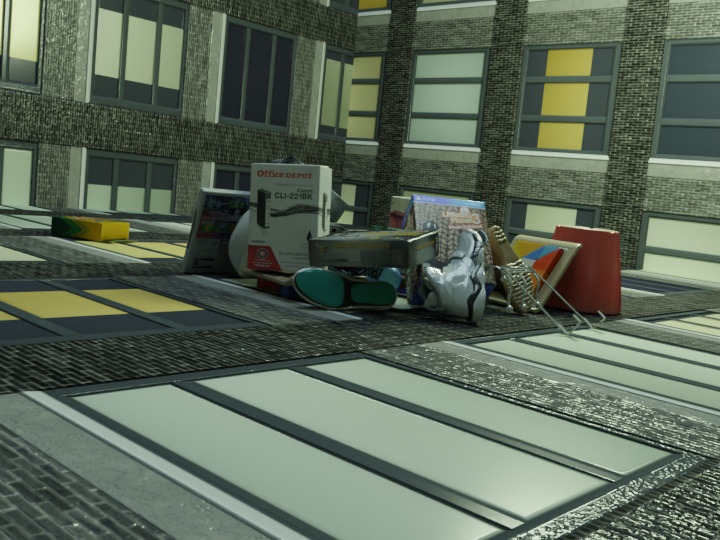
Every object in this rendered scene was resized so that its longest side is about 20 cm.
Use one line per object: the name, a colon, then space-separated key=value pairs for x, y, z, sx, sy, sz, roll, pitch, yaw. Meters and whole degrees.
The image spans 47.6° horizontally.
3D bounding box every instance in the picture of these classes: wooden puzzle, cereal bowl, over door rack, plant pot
wooden puzzle: x=0.359 y=-0.002 z=1.768 sx=0.183 sy=0.201 sz=0.037 roll=13 pitch=-32 yaw=54
wooden puzzle: x=-0.110 y=0.026 z=1.590 sx=0.182 sy=0.048 sz=0.198 roll=2 pitch=2 yaw=-36
cereal bowl: x=-0.202 y=-0.083 z=1.724 sx=0.084 sy=0.200 sz=0.199 roll=50 pitch=22 yaw=15
over door rack: x=0.338 y=0.061 z=1.521 sx=0.199 sy=0.068 sz=0.146 roll=37 pitch=21 yaw=28
plant pot: x=0.500 y=-0.006 z=1.836 sx=0.195 sy=0.182 sz=0.200 roll=7 pitch=6 yaw=-1

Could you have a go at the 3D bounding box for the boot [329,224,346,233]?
boot: x=-0.117 y=-0.039 z=1.740 sx=0.196 sy=0.134 sz=0.067 roll=3 pitch=7 yaw=-25

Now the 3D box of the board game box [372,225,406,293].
board game box: x=0.115 y=-0.018 z=1.763 sx=0.195 sy=0.138 sz=0.029 roll=7 pitch=4 yaw=13

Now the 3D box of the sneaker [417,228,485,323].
sneaker: x=0.166 y=0.000 z=1.492 sx=0.112 sy=0.203 sz=0.076 roll=7 pitch=-38 yaw=-6

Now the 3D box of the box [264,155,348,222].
box: x=-0.130 y=-0.170 z=1.745 sx=0.158 sy=0.049 sz=0.199 roll=41 pitch=-12 yaw=-21

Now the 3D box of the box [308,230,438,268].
box: x=0.026 y=-0.042 z=1.489 sx=0.196 sy=0.050 sz=0.158 roll=1 pitch=9 yaw=26

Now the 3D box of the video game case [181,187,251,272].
video game case: x=-0.278 y=-0.083 z=1.757 sx=0.197 sy=0.186 sz=0.023 roll=0 pitch=24 yaw=-43

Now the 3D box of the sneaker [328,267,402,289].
sneaker: x=0.000 y=0.000 z=1.668 sx=0.196 sy=0.080 sz=0.090 roll=21 pitch=5 yaw=-19

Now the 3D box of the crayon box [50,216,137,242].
crayon box: x=-0.718 y=-0.112 z=2.211 sx=0.195 sy=0.052 sz=0.127 roll=9 pitch=6 yaw=18

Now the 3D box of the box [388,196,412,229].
box: x=0.118 y=-0.063 z=1.865 sx=0.106 sy=0.205 sz=0.128 roll=6 pitch=5 yaw=-7

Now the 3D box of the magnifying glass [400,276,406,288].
magnifying glass: x=0.113 y=0.025 z=1.721 sx=0.195 sy=0.082 sz=0.022 roll=-3 pitch=6 yaw=16

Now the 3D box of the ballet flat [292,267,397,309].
ballet flat: x=-0.032 y=0.042 z=1.463 sx=0.195 sy=0.071 sz=0.069 roll=8 pitch=5 yaw=-17

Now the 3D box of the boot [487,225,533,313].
boot: x=0.280 y=0.024 z=1.718 sx=0.071 sy=0.204 sz=0.167 roll=-8 pitch=-24 yaw=-27

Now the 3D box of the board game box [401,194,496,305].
board game box: x=0.172 y=-0.036 z=1.627 sx=0.155 sy=0.204 sz=0.098 roll=5 pitch=-35 yaw=-11

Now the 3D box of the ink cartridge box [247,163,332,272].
ink cartridge box: x=-0.135 y=-0.102 z=1.562 sx=0.141 sy=0.205 sz=0.084 roll=3 pitch=2 yaw=14
